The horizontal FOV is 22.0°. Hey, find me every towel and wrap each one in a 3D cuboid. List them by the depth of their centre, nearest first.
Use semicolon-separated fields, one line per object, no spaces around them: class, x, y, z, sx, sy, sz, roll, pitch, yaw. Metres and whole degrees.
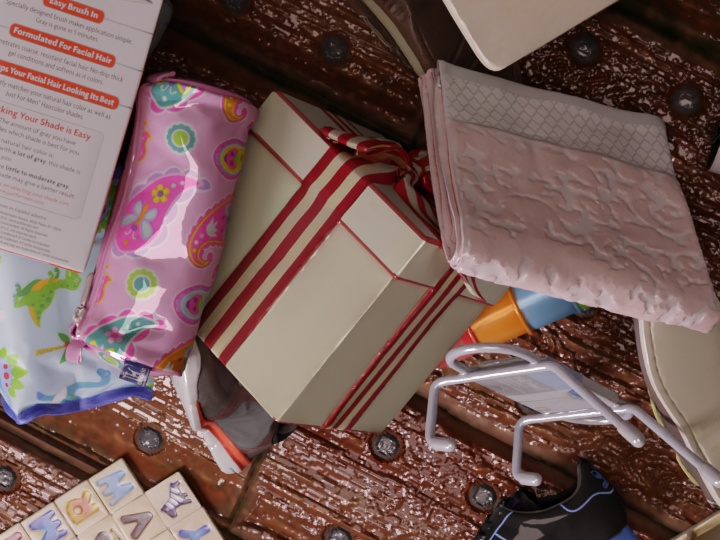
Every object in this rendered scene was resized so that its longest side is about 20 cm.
towel;0.140;-0.053;1.258;0.199;0.192;0.032;13;135;-21

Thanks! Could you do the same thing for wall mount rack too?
wall mount rack;0.149;0.106;1.285;0.173;0.200;0.075;-9;67;36

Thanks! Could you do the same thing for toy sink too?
toy sink;0.128;-0.230;1.273;0.200;0.112;0.131;-32;93;-10

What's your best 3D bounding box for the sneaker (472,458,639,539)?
sneaker;0.105;0.214;1.384;0.199;0.070;0.078;-29;90;4

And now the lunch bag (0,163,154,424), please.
lunch bag;-0.222;0.006;1.338;0.127;0.200;0.171;-9;98;-19

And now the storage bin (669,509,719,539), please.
storage bin;0.254;0.310;1.361;0.198;0.094;0.200;-33;92;11

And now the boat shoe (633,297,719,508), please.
boat shoe;0.237;0.082;1.330;0.072;0.059;0.201;-30;107;-12

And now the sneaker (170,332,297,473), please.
sneaker;-0.091;0.078;1.343;0.082;0.200;0.077;-24;65;-2

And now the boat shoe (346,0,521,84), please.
boat shoe;0.037;-0.191;1.339;0.075;0.075;0.202;-45;110;-14

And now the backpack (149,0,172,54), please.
backpack;-0.237;-0.166;1.319;0.153;0.176;0.200;42;94;2

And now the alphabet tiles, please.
alphabet tiles;-0.195;0.250;1.457;0.200;0.006;0.167;-32;93;11

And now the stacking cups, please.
stacking cups;0.135;0.013;1.361;0.199;0.061;0.061;-24;94;15

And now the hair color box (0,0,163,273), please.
hair color box;-0.205;-0.109;1.198;0.110;0.064;0.201;17;88;-14

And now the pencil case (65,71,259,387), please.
pencil case;-0.131;-0.027;1.219;0.087;0.087;0.201;16;89;5

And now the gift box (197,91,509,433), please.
gift box;0.000;0.000;1.295;0.200;0.184;0.187;43;103;21

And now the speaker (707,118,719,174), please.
speaker;0.347;-0.079;1.302;0.199;0.081;0.082;17;100;6
